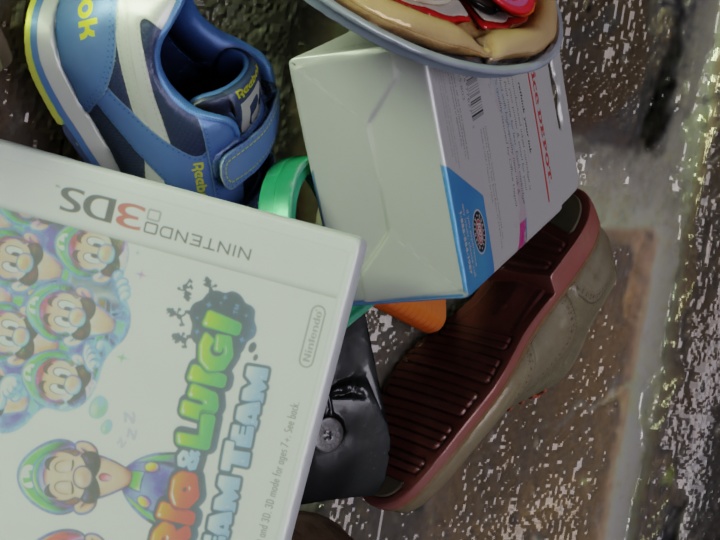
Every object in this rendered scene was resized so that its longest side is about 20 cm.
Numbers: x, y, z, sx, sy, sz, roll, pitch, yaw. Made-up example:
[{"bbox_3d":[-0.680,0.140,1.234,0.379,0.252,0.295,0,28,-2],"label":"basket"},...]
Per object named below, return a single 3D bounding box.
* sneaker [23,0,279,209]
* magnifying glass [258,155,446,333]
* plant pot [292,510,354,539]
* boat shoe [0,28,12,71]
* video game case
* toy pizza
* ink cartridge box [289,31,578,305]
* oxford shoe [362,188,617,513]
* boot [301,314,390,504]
[{"bbox_3d":[-0.069,-0.051,0.879,0.201,0.082,0.074,57,29,-32],"label":"sneaker"},{"bbox_3d":[0.000,0.000,0.933,0.200,0.022,0.080,31,55,-66],"label":"magnifying glass"},{"bbox_3d":[-0.016,0.238,0.898,0.200,0.174,0.202,-31,138,-33],"label":"plant pot"},{"bbox_3d":[-0.221,-0.142,0.773,0.068,0.072,0.200,-44,113,-15],"label":"boat shoe"},{"bbox_3d":[-0.108,0.061,0.835,0.180,0.024,0.202,15,91,5],"label":"video game case"},{"bbox_3d":[0.011,-0.161,0.867,0.199,0.201,0.032,10,130,-37],"label":"toy pizza"},{"bbox_3d":[0.042,-0.067,0.939,0.200,0.067,0.116,-37,119,-64],"label":"ink cartridge box"},{"bbox_3d":[0.075,0.054,1.029,0.200,0.070,0.075,-51,130,-15],"label":"oxford shoe"},{"bbox_3d":[-0.077,0.114,0.938,0.199,0.065,0.166,-12,109,-39],"label":"boot"}]
